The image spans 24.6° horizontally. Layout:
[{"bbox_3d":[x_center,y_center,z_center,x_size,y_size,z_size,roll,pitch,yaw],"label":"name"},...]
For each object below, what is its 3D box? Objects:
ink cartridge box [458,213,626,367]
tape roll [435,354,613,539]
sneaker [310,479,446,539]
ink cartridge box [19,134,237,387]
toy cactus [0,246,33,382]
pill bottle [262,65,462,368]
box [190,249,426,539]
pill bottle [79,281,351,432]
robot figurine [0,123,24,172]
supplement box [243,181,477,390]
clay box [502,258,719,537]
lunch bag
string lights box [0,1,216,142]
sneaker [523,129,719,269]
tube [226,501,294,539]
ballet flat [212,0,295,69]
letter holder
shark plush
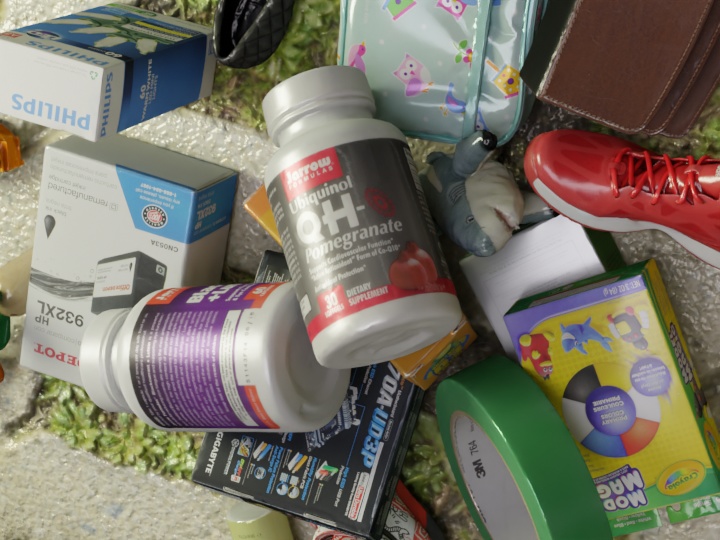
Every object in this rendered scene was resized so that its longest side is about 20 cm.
[{"bbox_3d":[0.170,0.052,1.280,0.103,0.059,0.201,-26,95,25],"label":"ink cartridge box"},{"bbox_3d":[0.123,0.165,1.262,0.048,0.200,0.202,-24,97,-13],"label":"tape roll"},{"bbox_3d":[-0.019,0.191,1.362,0.202,0.108,0.067,50,128,1],"label":"sneaker"},{"bbox_3d":[-0.197,0.000,1.393,0.144,0.084,0.202,17,111,16],"label":"ink cartridge box"},{"bbox_3d":[-0.334,0.038,1.438,0.165,0.200,0.102,-43,67,-14],"label":"toy cactus"},{"bbox_3d":[-0.006,-0.040,1.192,0.110,0.110,0.202,-25,73,25],"label":"pill bottle"},{"bbox_3d":[-0.031,0.099,1.329,0.158,0.046,0.202,14,80,17],"label":"box"},{"bbox_3d":[-0.116,0.068,1.269,0.199,0.111,0.112,-3,104,34],"label":"pill bottle"},{"bbox_3d":[-0.390,-0.144,1.440,0.198,0.058,0.146,5,106,19],"label":"robot figurine"},{"bbox_3d":[0.000,0.000,1.289,0.067,0.069,0.200,-43,68,-1],"label":"supplement box"},{"bbox_3d":[0.195,0.104,1.226,0.114,0.048,0.202,-18,98,26],"label":"clay box"},{"bbox_3d":[0.068,-0.198,1.238,0.159,0.077,0.202,12,110,18],"label":"lunch bag"},{"bbox_3d":[-0.198,-0.157,1.284,0.102,0.200,0.059,16,111,15],"label":"string lights box"},{"bbox_3d":[0.223,-0.070,1.172,0.198,0.079,0.116,16,156,-9],"label":"sneaker"},{"bbox_3d":[-0.066,0.297,1.450,0.058,0.052,0.202,14,122,60],"label":"tube"},{"bbox_3d":[-0.070,-0.252,1.287,0.066,0.057,0.202,18,111,14],"label":"ballet flat"},{"bbox_3d":[0.216,-0.194,1.139,0.141,0.101,0.201,20,103,-7],"label":"letter holder"},{"bbox_3d":[0.054,-0.052,1.247,0.199,0.084,0.091,14,154,48],"label":"shark plush"}]
